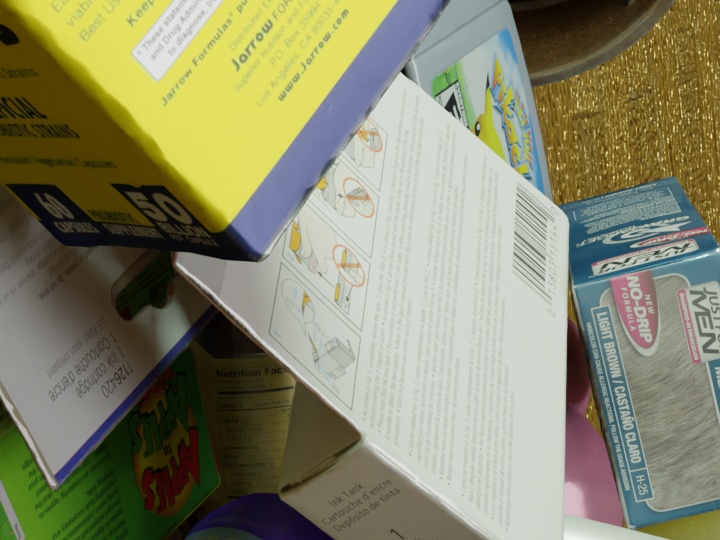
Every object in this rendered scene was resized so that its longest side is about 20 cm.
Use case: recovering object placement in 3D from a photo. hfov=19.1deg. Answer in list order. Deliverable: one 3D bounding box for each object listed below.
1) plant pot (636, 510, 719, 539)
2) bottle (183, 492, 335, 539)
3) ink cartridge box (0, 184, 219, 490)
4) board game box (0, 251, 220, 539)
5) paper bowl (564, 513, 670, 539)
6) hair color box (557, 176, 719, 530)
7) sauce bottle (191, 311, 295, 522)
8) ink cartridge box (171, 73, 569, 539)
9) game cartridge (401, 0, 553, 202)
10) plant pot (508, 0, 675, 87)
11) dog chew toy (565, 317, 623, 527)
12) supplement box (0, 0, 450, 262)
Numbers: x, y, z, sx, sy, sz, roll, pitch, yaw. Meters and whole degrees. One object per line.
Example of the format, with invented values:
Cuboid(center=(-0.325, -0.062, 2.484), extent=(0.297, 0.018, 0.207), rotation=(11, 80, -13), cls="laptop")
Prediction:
Cuboid(center=(0.149, 0.227, 1.165), extent=(0.200, 0.142, 0.201), rotation=(-2, 90, -66), cls="plant pot")
Cuboid(center=(-0.082, 0.155, 0.683), extent=(0.200, 0.083, 0.065), rotation=(-41, 99, -29), cls="bottle")
Cuboid(center=(-0.113, -0.058, 0.695), extent=(0.200, 0.047, 0.198), rotation=(68, 28, -17), cls="ink cartridge box")
Cuboid(center=(-0.118, 0.068, 0.703), extent=(0.200, 0.047, 0.102), rotation=(-43, 127, -59), cls="board game box")
Cuboid(center=(0.074, 0.145, 0.798), extent=(0.201, 0.200, 0.105), rotation=(26, 77, -63), cls="paper bowl")
Cuboid(center=(0.122, 0.027, 0.892), extent=(0.200, 0.060, 0.100), rotation=(-72, 149, -80), cls="hair color box")
Cuboid(center=(-0.041, 0.034, 0.859), extent=(0.066, 0.066, 0.201), rotation=(-15, 102, -65), cls="sauce bottle")
Cuboid(center=(0.000, 0.000, 0.730), extent=(0.176, 0.045, 0.200), rotation=(41, 32, -23), cls="ink cartridge box")
Cuboid(center=(0.042, -0.044, 0.900), extent=(0.133, 0.040, 0.201), rotation=(-46, 125, -64), cls="game cartridge")
Cuboid(center=(0.065, -0.220, 0.986), extent=(0.199, 0.200, 0.201), rotation=(-75, 151, -49), cls="plant pot")
Cuboid(center=(0.059, 0.063, 1.018), extent=(0.124, 0.124, 0.201), rotation=(32, 52, -61), cls="dog chew toy")
Cuboid(center=(-0.088, -0.107, 0.569), extent=(0.200, 0.109, 0.110), rotation=(47, 67, -28), cls="supplement box")
